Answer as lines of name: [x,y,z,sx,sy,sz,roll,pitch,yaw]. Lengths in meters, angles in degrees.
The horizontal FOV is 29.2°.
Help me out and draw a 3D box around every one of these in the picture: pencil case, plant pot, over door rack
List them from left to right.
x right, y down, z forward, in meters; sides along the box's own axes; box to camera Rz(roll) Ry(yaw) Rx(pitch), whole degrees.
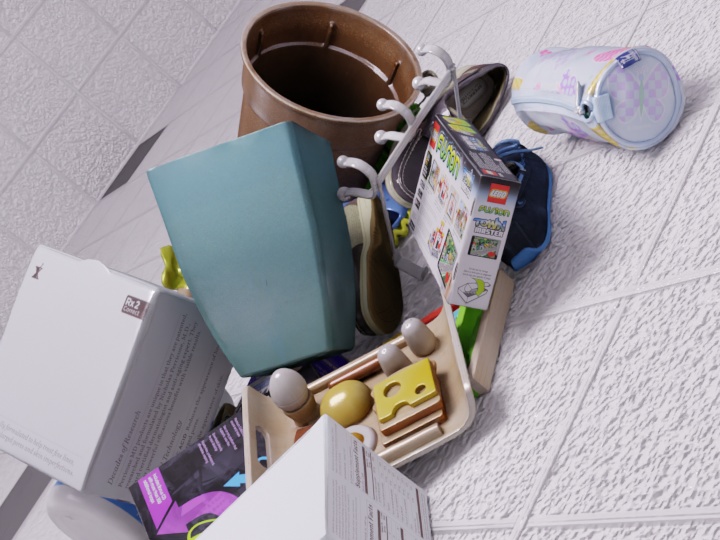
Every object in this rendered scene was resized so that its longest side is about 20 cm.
plant pot: [-0.082,-0.010,1.258,0.141,0.201,0.141,-17,-6,12]
plant pot: [-0.053,-0.159,1.535,0.201,0.199,0.199,-69,-1,-45]
over door rack: [0.048,-0.102,1.311,0.066,0.200,0.148,25,72,29]
pencil case: [0.202,-0.153,1.209,0.090,0.083,0.200,-29,16,-7]

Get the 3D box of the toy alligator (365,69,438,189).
toy alligator: [0.053,-0.155,1.595,0.054,0.059,0.200,-9,-34,-43]

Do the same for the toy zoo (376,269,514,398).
toy zoo: [0.048,0.091,1.200,0.200,0.020,0.132,-35,24,40]

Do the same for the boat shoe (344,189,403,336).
boat shoe: [0.000,0.000,1.374,0.065,0.073,0.200,-23,32,17]

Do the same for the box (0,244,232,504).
box: [-0.245,0.102,1.334,0.198,0.130,0.201,17,84,42]

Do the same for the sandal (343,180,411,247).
sandal: [-0.004,-0.045,1.488,0.200,0.087,0.079,-57,17,-25]

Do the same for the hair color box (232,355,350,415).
hair color box: [-0.085,0.167,1.300,0.109,0.065,0.201,-31,28,43]

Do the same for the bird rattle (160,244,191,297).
bird rattle: [-0.203,0.033,1.800,0.162,0.113,0.200,-27,27,15]

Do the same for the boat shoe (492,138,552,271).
boat shoe: [0.133,-0.078,1.251,0.084,0.069,0.200,-45,19,16]

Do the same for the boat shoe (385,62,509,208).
boat shoe: [0.096,-0.153,1.489,0.200,0.072,0.065,-53,12,-26]

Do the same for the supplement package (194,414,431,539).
supplement package: [-0.053,0.237,1.009,0.200,0.111,0.156,-45,18,17]

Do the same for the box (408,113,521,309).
box: [0.084,-0.055,1.173,0.200,0.035,0.111,-109,31,-68]

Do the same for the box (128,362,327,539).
box: [-0.094,0.177,1.181,0.199,0.036,0.143,-34,34,-5]

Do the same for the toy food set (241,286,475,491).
toy food set: [-0.005,0.100,1.115,0.199,0.061,0.144,-29,32,12]

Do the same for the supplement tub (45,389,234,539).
supplement tub: [-0.234,0.201,1.479,0.132,0.132,0.201,-23,33,55]

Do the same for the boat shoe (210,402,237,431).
boat shoe: [-0.164,0.222,1.357,0.072,0.076,0.201,-20,36,54]
